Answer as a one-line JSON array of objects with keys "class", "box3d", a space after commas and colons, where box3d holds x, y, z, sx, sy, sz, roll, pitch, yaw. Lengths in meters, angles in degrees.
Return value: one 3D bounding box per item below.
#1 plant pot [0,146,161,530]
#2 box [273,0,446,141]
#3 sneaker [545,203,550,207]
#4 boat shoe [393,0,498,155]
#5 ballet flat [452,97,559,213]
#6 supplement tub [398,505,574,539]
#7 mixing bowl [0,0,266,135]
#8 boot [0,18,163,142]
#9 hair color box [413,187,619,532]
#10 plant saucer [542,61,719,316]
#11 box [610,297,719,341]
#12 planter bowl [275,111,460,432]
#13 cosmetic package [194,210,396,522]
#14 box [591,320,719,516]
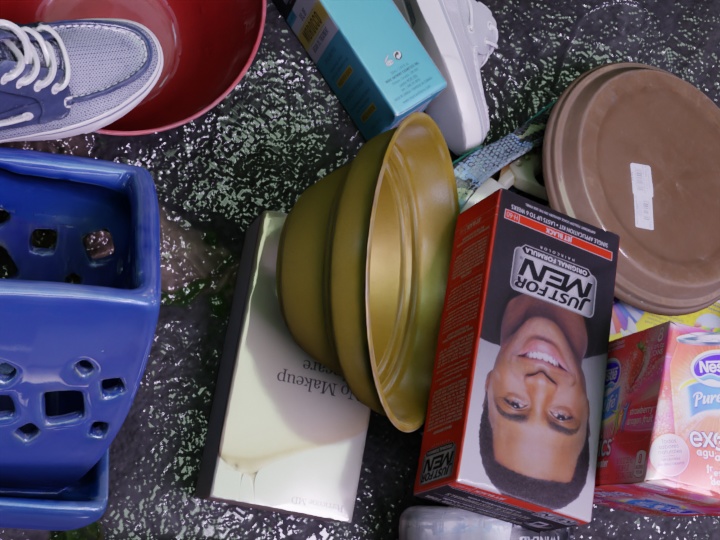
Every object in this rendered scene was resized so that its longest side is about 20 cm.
[{"class": "plant pot", "box3d": [-0.232, 0.041, 0.782, 0.200, 0.200, 0.180, 6, 115, -14]}, {"class": "box", "box3d": [-0.020, -0.196, 0.954, 0.049, 0.082, 0.200, -34, 89, -17]}, {"class": "sneaker", "box3d": [0.121, 0.029, 0.952, 0.076, 0.081, 0.200, 36, 69, 11]}, {"class": "boat shoe", "box3d": [0.070, -0.188, 0.989, 0.068, 0.072, 0.200, -14, 74, -16]}, {"class": "ballet flat", "box3d": [0.115, -0.067, 0.966, 0.200, 0.074, 0.074, -36, 90, -17]}, {"class": "supplement tub", "box3d": [0.088, 0.261, 0.875, 0.122, 0.123, 0.200, 3, 79, -14]}, {"class": "mixing bowl", "box3d": [-0.172, -0.177, 0.896, 0.200, 0.108, 0.201, 3, 80, -14]}, {"class": "boot", "box3d": [-0.202, -0.117, 0.765, 0.200, 0.090, 0.073, -23, 86, -26]}, {"class": "hair color box", "box3d": [0.104, 0.058, 0.836, 0.101, 0.061, 0.200, 19, 66, -21]}, {"class": "plant saucer", "box3d": [0.224, -0.066, 0.961, 0.200, 0.029, 0.200, 8, 72, -26]}, {"class": "box", "box3d": [0.222, 0.054, 0.990, 0.117, 0.048, 0.200, 19, 78, -10]}, {"class": "planter bowl", "box3d": [0.000, 0.000, 0.823, 0.083, 0.200, 0.201, 2, 77, 20]}, {"class": "cosmetic package", "box3d": [-0.045, 0.069, 0.902, 0.103, 0.073, 0.200, 12, 76, -13]}, {"class": "box", "box3d": [0.196, 0.104, 0.847, 0.095, 0.200, 0.103, 14, 76, -9]}]
